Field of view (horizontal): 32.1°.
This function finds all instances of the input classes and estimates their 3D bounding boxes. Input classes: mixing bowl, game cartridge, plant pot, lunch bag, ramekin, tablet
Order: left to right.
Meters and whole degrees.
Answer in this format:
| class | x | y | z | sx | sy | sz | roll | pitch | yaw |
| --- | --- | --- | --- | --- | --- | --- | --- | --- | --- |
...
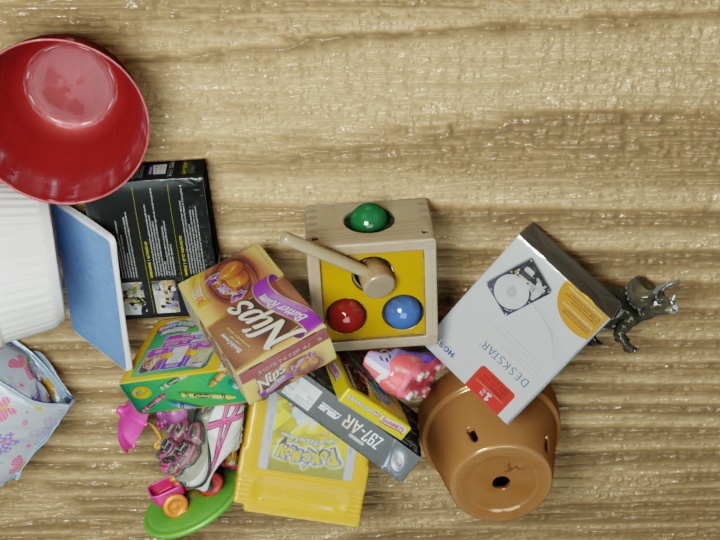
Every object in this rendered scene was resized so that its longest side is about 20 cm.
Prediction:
| class | x | y | z | sx | sy | sz | roll | pitch | yaw |
| --- | --- | --- | --- | --- | --- | --- | --- | --- | --- |
| lunch bag | -0.494 | 0.170 | 1.623 | 0.200 | 0.127 | 0.170 | 35 | 113 | -12 |
| ramekin | -0.403 | -0.014 | 1.471 | 0.094 | 0.203 | 0.203 | -7 | 124 | -12 |
| mixing bowl | -0.333 | -0.188 | 1.408 | 0.199 | 0.109 | 0.201 | -2 | 124 | -3 |
| tablet | -0.330 | 0.019 | 1.547 | 0.014 | 0.130 | 0.201 | -28 | 133 | -36 |
| game cartridge | -0.071 | 0.232 | 1.678 | 0.175 | 0.032 | 0.201 | 10 | 84 | -10 |
| plant pot | 0.181 | 0.243 | 1.701 | 0.199 | 0.140 | 0.201 | -1 | 124 | -2 |

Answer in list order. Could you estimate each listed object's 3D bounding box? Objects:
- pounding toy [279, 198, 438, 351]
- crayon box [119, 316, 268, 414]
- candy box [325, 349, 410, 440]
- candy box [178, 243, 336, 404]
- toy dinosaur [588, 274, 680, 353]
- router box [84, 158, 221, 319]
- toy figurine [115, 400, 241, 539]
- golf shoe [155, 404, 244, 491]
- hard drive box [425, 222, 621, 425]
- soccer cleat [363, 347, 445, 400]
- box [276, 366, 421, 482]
| class | x | y | z | sx | sy | sz | roll | pitch | yaw |
| --- | --- | --- | --- | --- | --- | --- | --- | --- | --- |
| pounding toy | 0.000 | 0.000 | 1.530 | 0.183 | 0.142 | 0.201 | -4 | 123 | -1 |
| crayon box | -0.190 | 0.111 | 1.568 | 0.199 | 0.119 | 0.058 | -9 | 125 | 29 |
| candy box | -0.002 | 0.134 | 1.584 | 0.102 | 0.200 | 0.026 | 37 | 101 | -24 |
| candy box | -0.125 | 0.059 | 1.476 | 0.116 | 0.200 | 0.057 | -27 | 129 | -12 |
| toy dinosaur | 0.314 | 0.053 | 1.638 | 0.199 | 0.077 | 0.103 | 0 | 105 | 12 |
| router box | -0.252 | -0.036 | 1.545 | 0.148 | 0.051 | 0.201 | -3 | 123 | 1 |
| toy figurine | -0.242 | 0.229 | 1.687 | 0.199 | 0.150 | 0.185 | -29 | 113 | -10 |
| golf shoe | -0.188 | 0.192 | 1.642 | 0.072 | 0.201 | 0.092 | 7 | 152 | 47 |
| hard drive box | 0.204 | 0.068 | 1.588 | 0.156 | 0.077 | 0.200 | 42 | 115 | 8 |
| soccer cleat | 0.059 | 0.124 | 1.611 | 0.076 | 0.200 | 0.067 | 34 | 98 | 11 |
| box | -0.014 | 0.168 | 1.594 | 0.200 | 0.160 | 0.044 | 37 | 101 | -8 |
